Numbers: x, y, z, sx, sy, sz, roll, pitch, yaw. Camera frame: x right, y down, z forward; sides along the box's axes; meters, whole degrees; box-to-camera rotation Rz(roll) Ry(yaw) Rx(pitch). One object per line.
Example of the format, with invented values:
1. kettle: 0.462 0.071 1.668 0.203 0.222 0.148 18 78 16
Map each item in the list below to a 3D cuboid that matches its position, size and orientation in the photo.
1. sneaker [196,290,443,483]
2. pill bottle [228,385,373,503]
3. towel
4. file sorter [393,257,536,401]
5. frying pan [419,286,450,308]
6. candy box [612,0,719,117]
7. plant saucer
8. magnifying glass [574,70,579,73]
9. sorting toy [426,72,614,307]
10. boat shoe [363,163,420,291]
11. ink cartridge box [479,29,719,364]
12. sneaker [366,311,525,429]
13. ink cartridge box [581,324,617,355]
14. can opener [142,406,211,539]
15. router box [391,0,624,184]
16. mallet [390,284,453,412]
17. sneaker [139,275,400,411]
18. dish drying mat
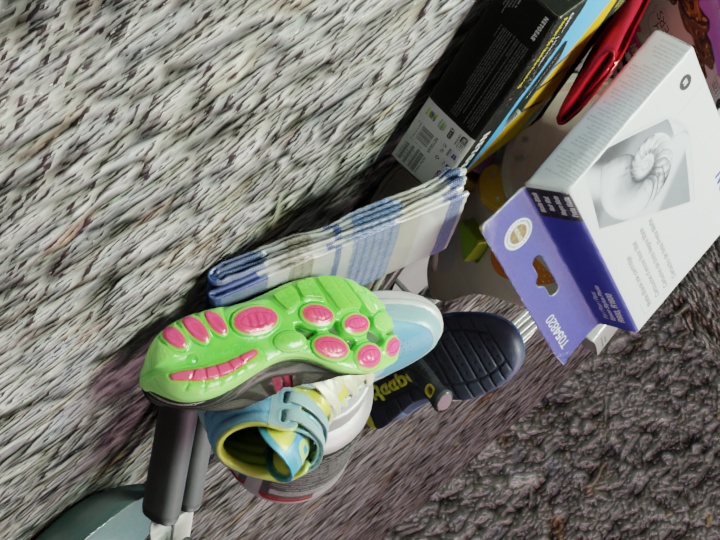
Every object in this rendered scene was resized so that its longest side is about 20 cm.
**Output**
1. sneaker: -0.024 0.092 1.418 0.200 0.131 0.080 -18 128 -2
2. pill bottle: -0.051 0.111 1.604 0.114 0.114 0.200 -40 169 -22
3. towel: -0.020 -0.008 1.381 0.200 0.024 0.147 -23 165 -11
4. file sorter: 0.096 0.023 1.786 0.139 0.125 0.200 -41 169 -14
5. frying pan: 0.080 0.014 1.961 0.190 0.031 0.115 -37 166 -47
6. candy box: 0.274 -0.183 1.530 0.071 0.168 0.200 -5 152 -21
7. plant saucer: -0.235 0.231 1.574 0.201 0.039 0.201 -42 170 -10
8. magnifying glass: 0.166 -0.151 1.667 0.080 0.022 0.200 -44 168 -4
9. sorting toy: 0.113 -0.056 1.587 0.180 0.107 0.200 -40 -153 55
10. boat shoe: 0.000 0.000 1.503 0.200 0.067 0.057 -49 164 6
11. ink cartridge box: 0.195 -0.043 1.437 0.200 0.041 0.200 -48 141 -10
12. sneaker: 0.071 0.072 1.628 0.082 0.074 0.200 -26 -177 -42
13. ink cartridge box: 0.238 -0.041 1.950 0.200 0.146 0.084 -53 166 -4
14. can opener: -0.136 0.179 1.520 0.053 0.066 0.200 -29 134 -53
15. router box: 0.118 -0.157 1.381 0.149 0.051 0.200 -38 168 -41
16. mallet: 0.023 0.066 1.574 0.041 0.200 0.066 20 113 -30
17. sneaker: -0.065 0.053 1.350 0.200 0.077 0.084 -6 165 -29
18. dish drying mat: 0.192 -0.181 1.447 0.077 0.018 0.200 -55 -177 39
